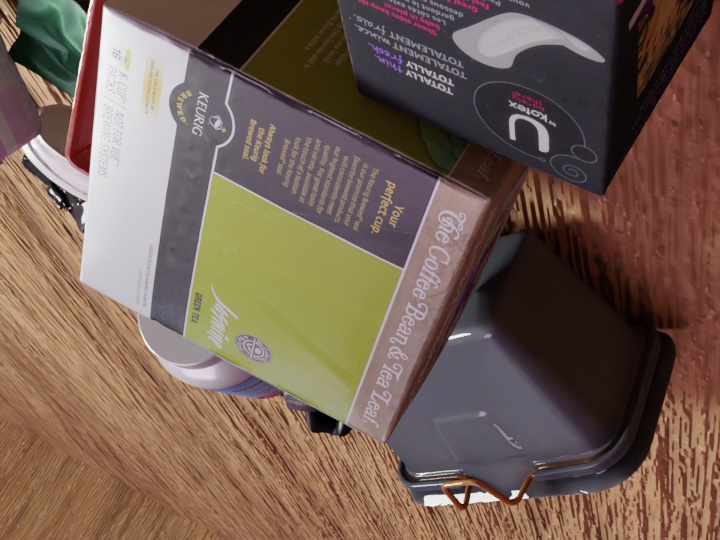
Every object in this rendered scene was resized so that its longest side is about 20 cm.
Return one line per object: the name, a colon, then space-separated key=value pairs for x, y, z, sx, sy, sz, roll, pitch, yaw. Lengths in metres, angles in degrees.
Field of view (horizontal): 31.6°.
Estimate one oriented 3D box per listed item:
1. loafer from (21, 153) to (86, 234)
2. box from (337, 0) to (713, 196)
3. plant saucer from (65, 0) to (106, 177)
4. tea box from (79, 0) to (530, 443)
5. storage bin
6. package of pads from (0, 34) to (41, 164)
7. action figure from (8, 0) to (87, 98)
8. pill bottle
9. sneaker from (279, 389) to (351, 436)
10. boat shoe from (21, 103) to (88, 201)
loafer: x=-0.220 y=-0.049 z=1.122 sx=0.199 sy=0.063 sz=0.072 roll=30 pitch=160 yaw=4
box: x=0.061 y=-0.136 z=0.456 sx=0.122 sy=0.106 sz=0.200 roll=26 pitch=160 yaw=19
plant saucer: x=-0.075 y=-0.094 z=0.771 sx=0.199 sy=0.037 sz=0.200 roll=29 pitch=138 yaw=3
tea box: x=-0.023 y=-0.051 z=0.651 sx=0.196 sy=0.134 sz=0.200 roll=29 pitch=140 yaw=7
storage bin: x=0.073 y=0.066 z=0.817 sx=0.200 sy=0.146 sz=0.134 roll=-16 pitch=129 yaw=45
package of pads: x=-0.302 y=-0.168 z=0.861 sx=0.120 sy=0.076 sz=0.201 roll=14 pitch=133 yaw=46
action figure: x=-0.142 y=-0.119 z=0.863 sx=0.200 sy=0.055 sz=0.118 roll=37 pitch=158 yaw=-2
pill bottle: x=-0.109 y=0.047 z=1.053 sx=0.108 sy=0.109 sz=0.200 roll=26 pitch=177 yaw=15
sneaker: x=-0.028 y=0.053 z=0.907 sx=0.075 sy=0.088 sz=0.200 roll=9 pitch=149 yaw=25
boat shoe: x=-0.155 y=-0.079 z=0.959 sx=0.199 sy=0.071 sz=0.069 roll=23 pitch=151 yaw=-20
